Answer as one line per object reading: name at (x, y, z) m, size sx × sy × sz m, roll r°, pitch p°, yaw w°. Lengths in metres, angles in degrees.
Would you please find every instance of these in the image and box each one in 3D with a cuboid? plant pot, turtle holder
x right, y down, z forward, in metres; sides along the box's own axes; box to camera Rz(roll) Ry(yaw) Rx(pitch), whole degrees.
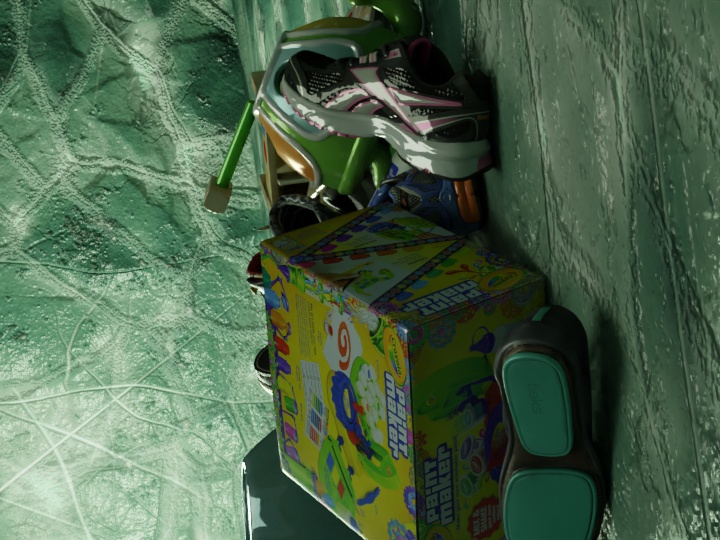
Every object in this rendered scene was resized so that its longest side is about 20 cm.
plant pot at (-0.035, 0.207, 1.239) m, size 0.200 × 0.133 × 0.203 m, roll 177°, pitch 90°, yaw -81°
turtle holder at (-0.014, -0.165, 1.211) m, size 0.141 × 0.130 × 0.187 m, roll -71°, pitch 3°, yaw -64°

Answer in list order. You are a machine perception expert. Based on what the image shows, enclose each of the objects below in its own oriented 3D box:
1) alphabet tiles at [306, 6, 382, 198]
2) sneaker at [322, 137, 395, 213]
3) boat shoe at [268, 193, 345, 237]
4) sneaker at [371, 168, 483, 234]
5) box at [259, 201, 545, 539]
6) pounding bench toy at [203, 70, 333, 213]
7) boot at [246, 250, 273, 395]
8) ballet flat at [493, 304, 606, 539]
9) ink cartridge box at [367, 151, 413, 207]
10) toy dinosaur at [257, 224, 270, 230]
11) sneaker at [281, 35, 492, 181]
alphabet tiles at (-0.013, -0.187, 1.406) m, size 0.167 × 0.007 × 0.203 m, roll 141°, pitch 140°, yaw -65°
sneaker at (0.000, -0.100, 1.418) m, size 0.077 × 0.083 × 0.202 m, roll 102°, pitch 159°, yaw -65°
boat shoe at (0.000, 0.000, 1.217) m, size 0.200 × 0.090 × 0.071 m, roll 34°, pitch 97°, yaw 41°
sneaker at (0.044, -0.056, 1.170) m, size 0.200 × 0.077 × 0.076 m, roll 136°, pitch 126°, yaw -80°
box at (0.031, 0.083, 1.024) m, size 0.192 × 0.121 × 0.203 m, roll 30°, pitch 130°, yaw 50°
pounding bench toy at (-0.089, -0.153, 1.586) m, size 0.124 × 0.197 × 0.158 m, roll -115°, pitch 18°, yaw -64°
boot at (-0.046, 0.042, 1.197) m, size 0.199 × 0.073 × 0.151 m, roll -1°, pitch 135°, yaw 46°
ballet flat at (0.120, 0.105, 0.871) m, size 0.073 × 0.072 × 0.202 m, roll -109°, pitch 8°, yaw -54°
ink cartridge box at (0.021, -0.033, 1.322) m, size 0.202 × 0.037 × 0.095 m, roll -65°, pitch 15°, yaw 9°
toy dinosaur at (-0.004, -0.020, 1.442) m, size 0.060 × 0.199 × 0.107 m, roll -44°, pitch 14°, yaw 26°
sneaker at (0.027, -0.143, 1.074) m, size 0.199 × 0.080 × 0.087 m, roll 25°, pitch 117°, yaw 31°
